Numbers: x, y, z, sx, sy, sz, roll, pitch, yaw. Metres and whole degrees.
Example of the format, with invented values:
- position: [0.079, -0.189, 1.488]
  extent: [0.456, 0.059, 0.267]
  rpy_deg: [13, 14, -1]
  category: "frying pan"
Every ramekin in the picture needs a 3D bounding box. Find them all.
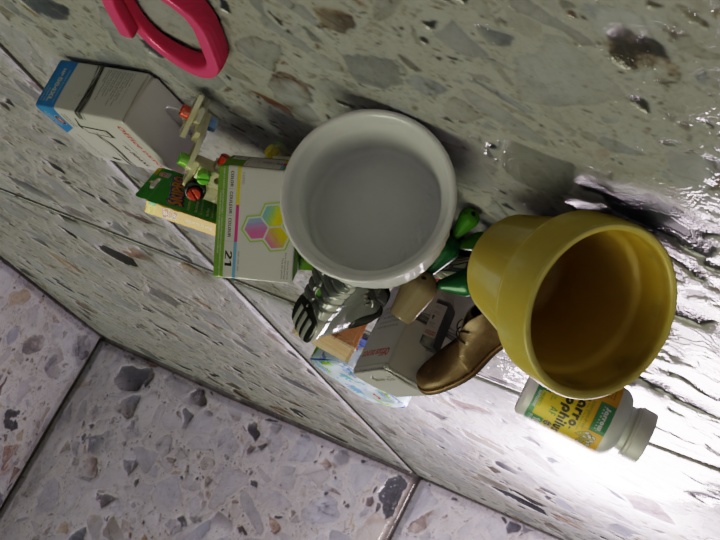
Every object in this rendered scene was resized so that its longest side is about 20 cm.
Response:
- position: [0.014, -0.074, 1.429]
  extent: [0.200, 0.201, 0.098]
  rpy_deg: [25, 172, 13]
  category: "ramekin"

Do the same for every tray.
- position: [-0.029, 0.056, 1.955]
  extent: [0.098, 0.200, 0.037]
  rpy_deg: [29, 122, -1]
  category: "tray"

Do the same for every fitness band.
- position: [-0.227, -0.289, 1.449]
  extent: [0.143, 0.038, 0.200]
  rpy_deg: [24, 165, 14]
  category: "fitness band"

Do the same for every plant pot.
- position: [0.220, 0.019, 1.404]
  extent: [0.201, 0.201, 0.189]
  rpy_deg: [37, 178, -30]
  category: "plant pot"

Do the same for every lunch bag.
- position: [0.011, 0.198, 2.501]
  extent: [0.200, 0.083, 0.161]
  rpy_deg: [34, 164, -21]
  category: "lunch bag"

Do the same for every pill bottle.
- position: [0.346, 0.212, 1.910]
  extent: [0.199, 0.113, 0.113]
  rpy_deg: [27, 165, 7]
  category: "pill bottle"

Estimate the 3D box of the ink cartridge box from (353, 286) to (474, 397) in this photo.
- position: [0.083, 0.073, 1.756]
  extent: [0.085, 0.201, 0.146]
  rpy_deg: [31, 165, -13]
  category: "ink cartridge box"

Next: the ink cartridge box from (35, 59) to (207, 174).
- position: [-0.340, -0.218, 1.780]
  extent: [0.199, 0.085, 0.146]
  rpy_deg: [16, 161, 39]
  category: "ink cartridge box"

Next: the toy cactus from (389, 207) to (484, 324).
- position: [0.092, -0.012, 1.569]
  extent: [0.200, 0.165, 0.102]
  rpy_deg: [34, -175, -2]
  category: "toy cactus"

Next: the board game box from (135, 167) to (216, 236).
- position: [-0.201, -0.083, 1.705]
  extent: [0.199, 0.096, 0.030]
  rpy_deg: [21, 122, 3]
  category: "board game box"

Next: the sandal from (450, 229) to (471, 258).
- position: [0.190, 0.009, 1.665]
  extent: [0.200, 0.048, 0.075]
  rpy_deg: [42, 151, 5]
  category: "sandal"

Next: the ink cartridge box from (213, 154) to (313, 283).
- position: [-0.079, -0.061, 1.589]
  extent: [0.199, 0.149, 0.076]
  rpy_deg: [5, -167, 4]
  category: "ink cartridge box"

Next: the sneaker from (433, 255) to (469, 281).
- position: [0.058, -0.041, 1.651]
  extent: [0.199, 0.075, 0.081]
  rpy_deg: [24, -168, 16]
  category: "sneaker"

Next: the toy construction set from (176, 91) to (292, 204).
- position: [-0.164, -0.143, 1.656]
  extent: [0.199, 0.092, 0.131]
  rpy_deg: [31, 120, -6]
  category: "toy construction set"

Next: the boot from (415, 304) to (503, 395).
- position: [0.141, 0.086, 1.617]
  extent: [0.075, 0.200, 0.074]
  rpy_deg: [41, -159, -34]
  category: "boot"

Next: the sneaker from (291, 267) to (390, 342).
- position: [-0.002, 0.013, 1.573]
  extent: [0.115, 0.075, 0.200]
  rpy_deg: [-5, 147, -35]
  category: "sneaker"
